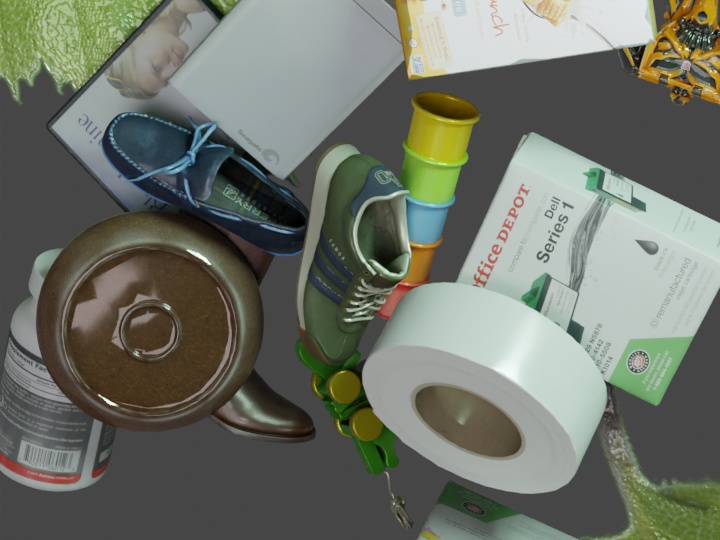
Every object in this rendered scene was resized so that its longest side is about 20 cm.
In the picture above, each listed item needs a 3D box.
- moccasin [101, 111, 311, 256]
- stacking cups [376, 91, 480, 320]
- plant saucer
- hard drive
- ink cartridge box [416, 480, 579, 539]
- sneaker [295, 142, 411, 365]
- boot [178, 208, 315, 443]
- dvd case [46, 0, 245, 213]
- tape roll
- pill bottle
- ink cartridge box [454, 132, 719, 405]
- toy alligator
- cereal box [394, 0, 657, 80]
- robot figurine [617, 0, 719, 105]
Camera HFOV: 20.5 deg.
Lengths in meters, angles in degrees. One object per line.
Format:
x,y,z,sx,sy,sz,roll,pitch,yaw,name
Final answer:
-0.124,-0.085,1.704,0.199,0.068,0.081,24,72,-6,moccasin
0.048,-0.049,1.695,0.060,0.061,0.201,19,114,9,stacking cups
-0.183,0.049,1.730,0.199,0.035,0.202,-1,104,-4,plant saucer
-0.053,-0.179,1.658,0.132,0.027,0.200,41,126,-10,hard drive
0.103,0.289,1.731,0.145,0.200,0.088,24,116,7,ink cartridge box
0.000,0.000,1.678,0.090,0.067,0.201,28,122,41,sneaker
-0.097,0.040,1.781,0.185,0.064,0.201,20,107,-2,boot
-0.168,-0.139,1.753,0.143,0.018,0.200,46,116,-4,dvd case
0.103,0.101,1.678,0.201,0.071,0.203,22,150,13,tape roll
-0.268,0.090,1.818,0.115,0.116,0.201,20,114,9,pill bottle
0.191,-0.003,1.656,0.199,0.084,0.147,26,115,6,ink cartridge box
0.011,0.136,1.786,0.054,0.059,0.201,-34,100,-16,toy alligator
0.123,-0.234,1.551,0.199,0.040,0.145,-8,102,16,cereal box
0.275,-0.220,1.560,0.144,0.058,0.201,19,115,12,robot figurine
